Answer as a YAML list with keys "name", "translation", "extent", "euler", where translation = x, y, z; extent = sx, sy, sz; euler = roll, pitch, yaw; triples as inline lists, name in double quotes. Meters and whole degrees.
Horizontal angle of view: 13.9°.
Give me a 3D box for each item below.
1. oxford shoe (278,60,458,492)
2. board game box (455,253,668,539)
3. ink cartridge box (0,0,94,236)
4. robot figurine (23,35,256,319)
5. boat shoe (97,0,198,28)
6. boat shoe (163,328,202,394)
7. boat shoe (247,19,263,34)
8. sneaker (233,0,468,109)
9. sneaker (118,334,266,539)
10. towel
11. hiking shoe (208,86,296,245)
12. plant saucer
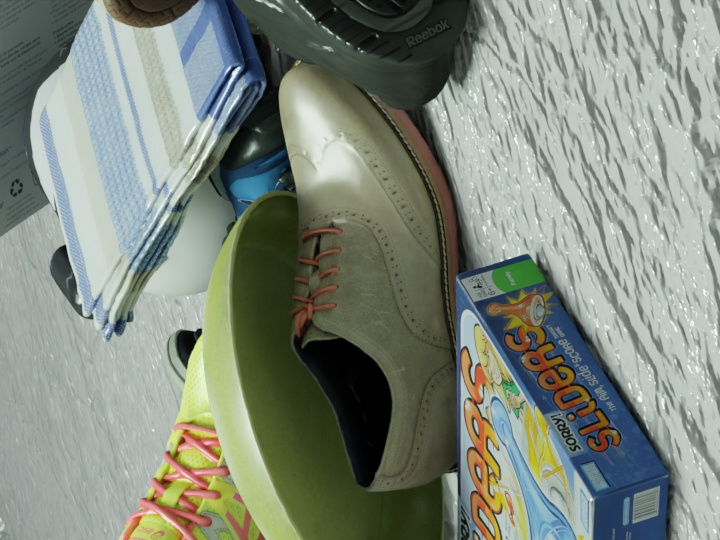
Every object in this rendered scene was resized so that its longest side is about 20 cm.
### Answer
- name: "oxford shoe"
  translation: [0.000, 0.000, 1.295]
  extent: [0.070, 0.075, 0.201]
  euler: [-24, 86, 52]
- name: "board game box"
  translation: [0.081, 0.111, 1.222]
  extent: [0.136, 0.034, 0.201]
  euler: [-120, 20, -44]
- name: "ink cartridge box"
  translation: [-0.186, -0.136, 1.662]
  extent: [0.043, 0.196, 0.201]
  euler: [20, 131, 36]
- name: "robot figurine"
  translation: [-0.114, -0.064, 1.585]
  extent: [0.200, 0.124, 0.151]
  euler: [-131, 29, -63]
- name: "boat shoe"
  translation: [-0.080, -0.212, 1.319]
  extent: [0.075, 0.074, 0.203]
  euler: [38, 113, 56]
- name: "boat shoe"
  translation: [-0.048, 0.073, 1.604]
  extent: [0.075, 0.062, 0.200]
  euler: [41, 179, -31]
- name: "boat shoe"
  translation: [-0.080, -0.155, 1.482]
  extent: [0.200, 0.062, 0.074]
  euler: [-154, 49, -69]
- name: "sneaker"
  translation: [-0.039, -0.134, 1.240]
  extent: [0.200, 0.076, 0.091]
  euler: [43, 164, 19]
- name: "sneaker"
  translation: [-0.080, 0.123, 1.489]
  extent: [0.078, 0.090, 0.201]
  euler: [10, 96, 37]
- name: "towel"
  translation: [-0.103, -0.081, 1.411]
  extent: [0.200, 0.024, 0.147]
  euler: [-58, 40, 43]
- name: "hiking shoe"
  translation: [-0.024, -0.021, 1.433]
  extent: [0.087, 0.074, 0.200]
  euler: [57, 169, 23]
- name: "plant saucer"
  translation: [-0.021, 0.064, 1.336]
  extent: [0.200, 0.031, 0.201]
  euler: [49, -149, -43]
